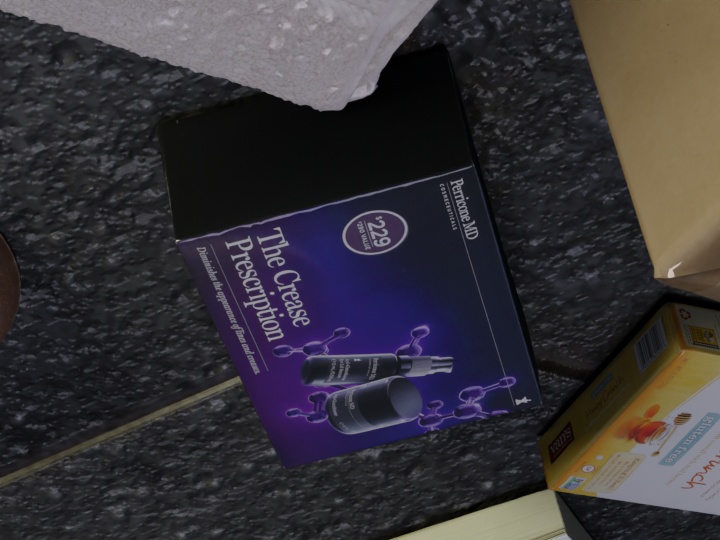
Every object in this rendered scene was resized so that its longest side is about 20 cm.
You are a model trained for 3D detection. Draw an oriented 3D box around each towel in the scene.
[{"bbox_3d":[-0.056,-0.134,0.908,0.200,0.035,0.133,14,136,-28],"label":"towel"}]

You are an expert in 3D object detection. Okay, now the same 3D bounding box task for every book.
[{"bbox_3d":[0.051,0.206,1.367,0.200,0.048,0.134,-23,145,12],"label":"book"}]

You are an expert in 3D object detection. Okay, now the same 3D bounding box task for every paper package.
[{"bbox_3d":[0.186,-0.106,0.865,0.103,0.200,0.191,22,131,-36],"label":"paper package"}]

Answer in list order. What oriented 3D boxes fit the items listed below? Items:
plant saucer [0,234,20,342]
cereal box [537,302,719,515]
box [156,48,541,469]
[{"bbox_3d":[-0.264,0.025,1.062,0.200,0.037,0.201,-6,143,-5],"label":"plant saucer"},{"bbox_3d":[0.221,0.087,1.253,0.200,0.040,0.144,11,138,-25],"label":"cereal box"},{"bbox_3d":[0.000,0.000,1.060,0.141,0.079,0.200,-17,142,4],"label":"box"}]
